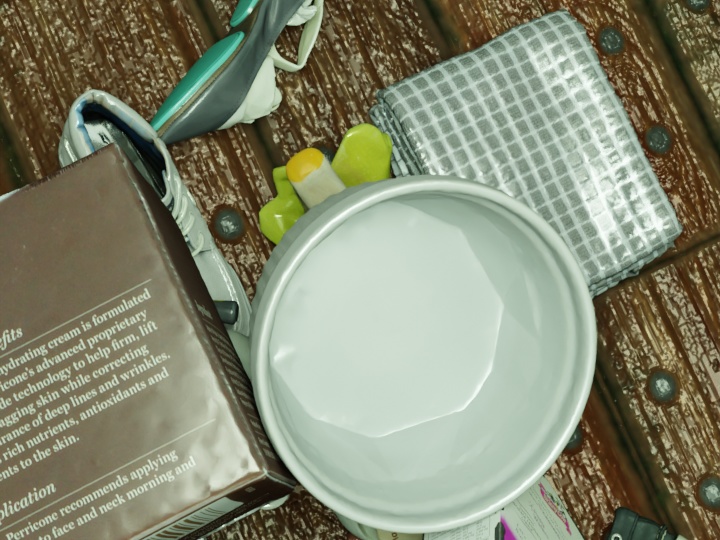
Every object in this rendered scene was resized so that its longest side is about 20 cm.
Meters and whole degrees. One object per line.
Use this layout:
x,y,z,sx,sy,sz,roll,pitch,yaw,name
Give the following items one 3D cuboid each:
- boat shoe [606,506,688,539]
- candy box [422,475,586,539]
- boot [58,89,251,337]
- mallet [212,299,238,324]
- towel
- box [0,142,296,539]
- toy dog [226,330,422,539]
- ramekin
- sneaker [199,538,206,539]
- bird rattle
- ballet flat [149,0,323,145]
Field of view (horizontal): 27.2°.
0.142,0.246,1.007,0.066,0.075,0.200,36,85,13,boat shoe
0.093,0.198,0.892,0.061,0.201,0.137,-27,109,18,candy box
-0.137,-0.026,0.995,0.073,0.096,0.201,-37,87,-16,boot
-0.178,0.016,0.985,0.197,0.066,0.042,9,82,-3,mallet
0.119,-0.067,1.060,0.164,0.086,0.202,-26,84,-14,towel
-0.154,0.068,0.852,0.164,0.164,0.202,-26,79,-1,box
-0.032,0.128,0.986,0.200,0.132,0.097,41,106,7,toy dog
0.028,0.040,0.867,0.197,0.105,0.203,-3,102,-14,ramekin
-0.184,0.146,0.966,0.115,0.081,0.200,-35,83,-9,sneaker
0.000,0.000,0.987,0.112,0.163,0.202,-26,70,4,bird rattle
-0.074,-0.152,1.048,0.073,0.073,0.201,31,66,-3,ballet flat
